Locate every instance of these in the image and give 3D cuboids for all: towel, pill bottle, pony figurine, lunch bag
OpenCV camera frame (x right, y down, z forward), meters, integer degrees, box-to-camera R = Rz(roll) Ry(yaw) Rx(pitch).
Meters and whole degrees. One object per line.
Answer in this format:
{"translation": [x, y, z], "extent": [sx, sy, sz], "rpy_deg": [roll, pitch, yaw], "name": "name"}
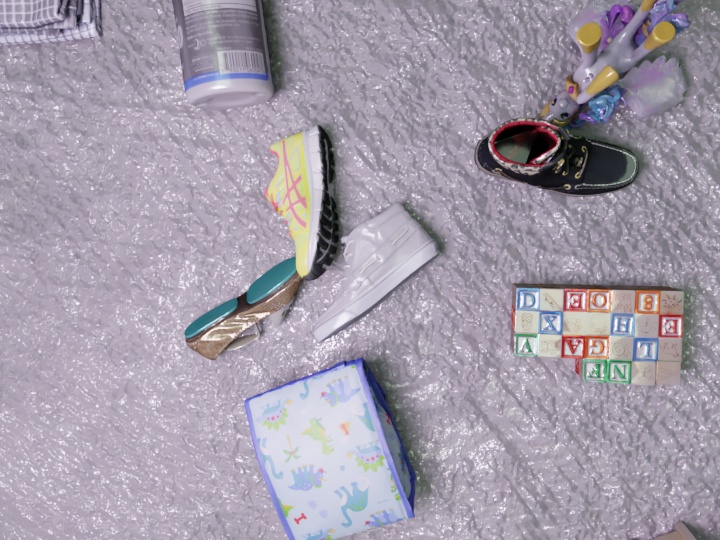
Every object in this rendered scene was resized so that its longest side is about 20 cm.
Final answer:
{"translation": [-0.442, -0.409, 0.882], "extent": [0.164, 0.086, 0.202], "rpy_deg": [1, 94, 8], "name": "towel"}
{"translation": [-0.177, -0.315, 0.840], "extent": [0.113, 0.114, 0.202], "rpy_deg": [-7, 93, 8], "name": "pill bottle"}
{"translation": [0.292, -0.245, 0.765], "extent": [0.193, 0.200, 0.167], "rpy_deg": [-36, 82, -7], "name": "pony figurine"}
{"translation": [-0.038, 0.227, 0.855], "extent": [0.169, 0.128, 0.201], "rpy_deg": [-21, 101, 8], "name": "lunch bag"}

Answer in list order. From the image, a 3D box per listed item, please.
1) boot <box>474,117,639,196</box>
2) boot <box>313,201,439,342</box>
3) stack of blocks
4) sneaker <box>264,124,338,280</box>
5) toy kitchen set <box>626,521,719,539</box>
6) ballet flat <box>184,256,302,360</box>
{"translation": [0.237, -0.130, 0.780], "extent": [0.202, 0.154, 0.074], "rpy_deg": [9, 95, 7], "name": "boot"}
{"translation": [0.000, 0.000, 0.869], "extent": [0.200, 0.074, 0.096], "rpy_deg": [-38, 82, 0], "name": "boot"}
{"translation": [0.291, 0.078, 0.836], "extent": [0.198, 0.059, 0.116], "rpy_deg": [2, 95, 7], "name": "stack of blocks"}
{"translation": [-0.080, -0.084, 0.863], "extent": [0.090, 0.078, 0.202], "rpy_deg": [-5, 76, 13], "name": "sneaker"}
{"translation": [0.440, 0.409, 0.769], "extent": [0.162, 0.200, 0.182], "rpy_deg": [-22, 91, 9], "name": "toy kitchen set"}
{"translation": [-0.143, 0.056, 0.896], "extent": [0.199, 0.071, 0.065], "rpy_deg": [-31, 117, 11], "name": "ballet flat"}
